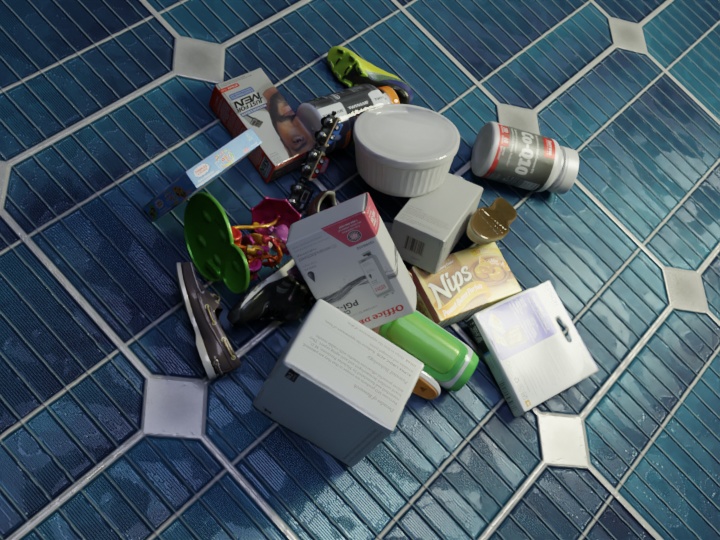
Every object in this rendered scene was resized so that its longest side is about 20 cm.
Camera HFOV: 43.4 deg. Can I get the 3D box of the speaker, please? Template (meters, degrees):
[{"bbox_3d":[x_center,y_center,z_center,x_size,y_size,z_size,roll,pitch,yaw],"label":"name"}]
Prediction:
[{"bbox_3d":[0.106,0.127,1.587,0.199,0.089,0.089,35,56,-1],"label":"speaker"}]

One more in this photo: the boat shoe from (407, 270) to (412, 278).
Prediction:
[{"bbox_3d":[0.000,0.000,1.572,0.199,0.074,0.076,5,83,-24],"label":"boat shoe"}]

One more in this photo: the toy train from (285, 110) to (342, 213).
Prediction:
[{"bbox_3d":[-0.081,-0.196,1.659,0.046,0.034,0.201,23,95,-22],"label":"toy train"}]

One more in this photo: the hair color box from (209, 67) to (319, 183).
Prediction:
[{"bbox_3d":[-0.182,-0.275,1.706,0.111,0.064,0.200,-30,78,-33],"label":"hair color box"}]

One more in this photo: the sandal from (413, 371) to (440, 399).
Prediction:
[{"bbox_3d":[0.043,0.172,1.539,0.206,0.079,0.059,32,53,-5],"label":"sandal"}]

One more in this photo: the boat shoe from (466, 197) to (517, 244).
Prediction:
[{"bbox_3d":[0.241,-0.083,1.728,0.072,0.065,0.200,46,30,3],"label":"boat shoe"}]

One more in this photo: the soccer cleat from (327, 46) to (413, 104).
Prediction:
[{"bbox_3d":[0.020,-0.396,1.866,0.199,0.065,0.084,33,26,3],"label":"soccer cleat"}]

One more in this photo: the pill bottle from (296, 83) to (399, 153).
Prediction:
[{"bbox_3d":[-0.018,-0.300,1.759,0.199,0.106,0.107,-24,74,-30],"label":"pill bottle"}]

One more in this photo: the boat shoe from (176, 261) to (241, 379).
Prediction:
[{"bbox_3d":[-0.250,0.074,1.474,0.059,0.072,0.201,-18,74,-8],"label":"boat shoe"}]

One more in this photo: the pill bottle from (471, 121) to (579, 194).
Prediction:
[{"bbox_3d":[0.338,-0.226,1.856,0.199,0.114,0.115,13,59,-15],"label":"pill bottle"}]

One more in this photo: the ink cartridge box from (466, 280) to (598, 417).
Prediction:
[{"bbox_3d":[0.319,0.141,1.679,0.199,0.043,0.199,-21,79,-29],"label":"ink cartridge box"}]

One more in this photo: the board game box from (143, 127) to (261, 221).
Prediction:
[{"bbox_3d":[-0.268,-0.159,1.525,0.151,0.200,0.037,-42,102,-34],"label":"board game box"}]

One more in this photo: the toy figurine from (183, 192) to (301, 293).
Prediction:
[{"bbox_3d":[-0.172,-0.058,1.544,0.183,0.151,0.200,-15,48,-38],"label":"toy figurine"}]

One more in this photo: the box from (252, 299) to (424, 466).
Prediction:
[{"bbox_3d":[-0.039,0.182,1.428,0.199,0.199,0.131,32,56,-3],"label":"box"}]

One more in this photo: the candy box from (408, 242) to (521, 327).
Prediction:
[{"bbox_3d":[0.190,0.027,1.692,0.199,0.055,0.116,-18,70,-28],"label":"candy box"}]

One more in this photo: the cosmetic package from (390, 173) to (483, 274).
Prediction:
[{"bbox_3d":[0.140,-0.096,1.688,0.107,0.085,0.200,25,42,15],"label":"cosmetic package"}]

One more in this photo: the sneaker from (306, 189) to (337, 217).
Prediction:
[{"bbox_3d":[-0.057,-0.050,1.623,0.070,0.076,0.201,-4,65,-23],"label":"sneaker"}]

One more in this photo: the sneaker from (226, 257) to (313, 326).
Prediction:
[{"bbox_3d":[-0.138,0.052,1.514,0.088,0.076,0.200,49,38,0],"label":"sneaker"}]

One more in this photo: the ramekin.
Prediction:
[{"bbox_3d":[0.081,-0.220,1.684,0.201,0.095,0.203,4,41,-3],"label":"ramekin"}]

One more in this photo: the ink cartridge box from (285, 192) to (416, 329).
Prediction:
[{"bbox_3d":[-0.011,-0.004,1.475,0.201,0.146,0.083,62,16,-24],"label":"ink cartridge box"}]
